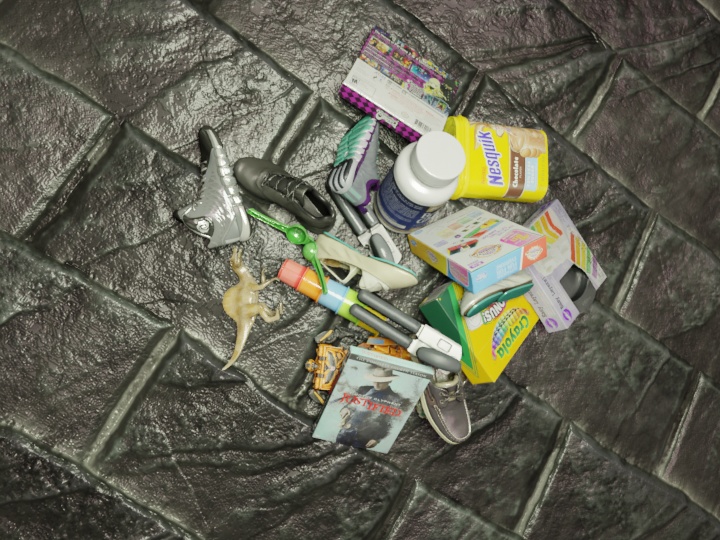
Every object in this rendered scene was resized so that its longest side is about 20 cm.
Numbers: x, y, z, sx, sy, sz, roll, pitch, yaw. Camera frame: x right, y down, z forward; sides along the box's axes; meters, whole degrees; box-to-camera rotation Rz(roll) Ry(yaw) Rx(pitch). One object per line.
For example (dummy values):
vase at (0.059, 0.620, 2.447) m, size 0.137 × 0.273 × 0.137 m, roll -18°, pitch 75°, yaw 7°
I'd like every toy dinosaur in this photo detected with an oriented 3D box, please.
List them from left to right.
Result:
toy dinosaur at (-0.183, 0.065, 0.858) m, size 0.100 × 0.058 × 0.203 m, roll -2°, pitch 78°, yaw 0°

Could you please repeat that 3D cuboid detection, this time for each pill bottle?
pill bottle at (0.099, -0.147, 0.860) m, size 0.110 × 0.200 × 0.113 m, roll 4°, pitch 73°, yaw -13°

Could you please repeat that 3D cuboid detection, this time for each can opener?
can opener at (0.010, -0.088, 0.913) m, size 0.052 × 0.066 × 0.201 m, roll -33°, pitch 89°, yaw -17°
can opener at (0.074, 0.098, 0.812) m, size 0.199 × 0.067 × 0.054 m, roll 31°, pitch 87°, yaw 4°

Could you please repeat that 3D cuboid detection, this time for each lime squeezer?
lime squeezer at (-0.102, -0.044, 0.866) m, size 0.200 × 0.070 × 0.038 m, roll 47°, pitch 109°, yaw 13°

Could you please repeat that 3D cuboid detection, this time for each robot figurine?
robot figurine at (0.002, 0.173, 0.887) m, size 0.197 × 0.058 × 0.147 m, roll 8°, pitch 81°, yaw -15°

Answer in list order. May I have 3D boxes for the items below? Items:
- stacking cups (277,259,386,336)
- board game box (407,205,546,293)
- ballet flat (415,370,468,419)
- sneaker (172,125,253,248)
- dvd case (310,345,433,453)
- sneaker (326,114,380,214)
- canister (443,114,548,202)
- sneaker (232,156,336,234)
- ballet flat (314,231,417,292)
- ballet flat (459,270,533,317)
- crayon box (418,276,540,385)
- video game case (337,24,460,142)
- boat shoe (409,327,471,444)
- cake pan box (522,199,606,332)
stacking cups at (-0.048, 0.043, 0.874) m, size 0.198 × 0.061 × 0.061 m, roll 27°, pitch 79°, yaw -4°
board game box at (0.197, -0.045, 0.889) m, size 0.152 × 0.200 × 0.041 m, roll -24°, pitch 120°, yaw -15°
ballet flat at (0.176, 0.191, 0.930) m, size 0.076 × 0.064 × 0.201 m, roll 42°, pitch 76°, yaw -14°
sneaker at (-0.260, -0.131, 0.836) m, size 0.114 × 0.075 × 0.202 m, roll -20°, pitch 92°, yaw -13°
dvd case at (0.015, 0.220, 0.845) m, size 0.144 × 0.022 × 0.201 m, roll 17°, pitch 118°, yaw -13°
sneaker at (0.004, -0.192, 0.908) m, size 0.087 × 0.074 × 0.201 m, roll 44°, pitch 50°, yaw -31°
canister at (0.253, -0.207, 0.976) m, size 0.197 × 0.086 × 0.151 m, roll 2°, pitch 85°, yaw -17°
sneaker at (-0.122, -0.137, 0.865) m, size 0.198 × 0.091 × 0.077 m, roll 27°, pitch 80°, yaw -10°
ballet flat at (0.000, 0.000, 0.866) m, size 0.198 × 0.070 × 0.070 m, roll 25°, pitch 77°, yaw 24°
ballet flat at (0.221, 0.028, 0.870) m, size 0.199 × 0.069 × 0.070 m, roll -15°, pitch 89°, yaw -41°
crayon box at (0.221, 0.074, 0.922) m, size 0.200 × 0.058 × 0.173 m, roll -40°, pitch 95°, yaw -37°
video game case at (0.077, -0.335, 0.936) m, size 0.199 × 0.036 × 0.183 m, roll 29°, pitch 59°, yaw -11°
boat shoe at (0.138, 0.192, 0.855) m, size 0.071 × 0.065 × 0.202 m, roll -14°, pitch 80°, yaw -20°
cake pan box at (0.374, -0.008, 0.984) m, size 0.184 × 0.052 × 0.201 m, roll -36°, pitch 95°, yaw -31°
